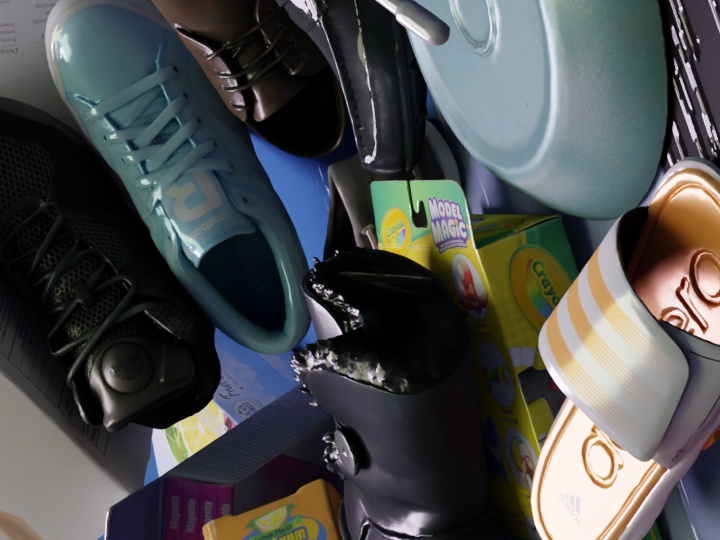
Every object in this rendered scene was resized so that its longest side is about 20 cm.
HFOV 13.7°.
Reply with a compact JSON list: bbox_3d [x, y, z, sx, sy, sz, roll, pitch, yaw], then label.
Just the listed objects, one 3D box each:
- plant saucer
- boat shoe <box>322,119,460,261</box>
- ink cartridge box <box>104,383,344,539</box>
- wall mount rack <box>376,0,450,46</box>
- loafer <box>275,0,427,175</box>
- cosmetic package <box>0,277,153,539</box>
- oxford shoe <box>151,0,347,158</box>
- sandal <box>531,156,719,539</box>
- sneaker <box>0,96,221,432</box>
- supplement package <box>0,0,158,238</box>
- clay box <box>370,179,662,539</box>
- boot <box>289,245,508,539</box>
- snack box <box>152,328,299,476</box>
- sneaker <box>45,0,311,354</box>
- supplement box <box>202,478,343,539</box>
[{"bbox_3d":[0.058,-0.111,1.215,0.200,0.036,0.201,51,152,43],"label":"plant saucer"},{"bbox_3d":[0.000,0.000,1.427,0.067,0.057,0.200,61,157,28],"label":"boat shoe"},{"bbox_3d":[-0.057,0.173,1.497,0.043,0.200,0.197,15,116,26],"label":"ink cartridge box"},{"bbox_3d":[0.009,-0.176,1.151,0.074,0.200,0.174,34,-176,-30],"label":"wall mount rack"},{"bbox_3d":[-0.016,-0.138,1.315,0.068,0.070,0.201,-67,-36,-78],"label":"loafer"},{"bbox_3d":[-0.192,0.042,1.442,0.200,0.071,0.105,48,-163,-17],"label":"cosmetic package"},{"bbox_3d":[-0.052,-0.117,1.360,0.200,0.073,0.085,45,-162,-52],"label":"oxford shoe"},{"bbox_3d":[0.099,0.050,1.160,0.079,0.059,0.207,51,138,31],"label":"sandal"},{"bbox_3d":[-0.133,0.001,1.416,0.200,0.076,0.114,50,-174,-29],"label":"sneaker"},{"bbox_3d":[-0.161,-0.117,1.507,0.147,0.190,0.201,-97,1,-62],"label":"supplement package"},{"bbox_3d":[0.068,0.050,1.302,0.115,0.047,0.201,5,113,69],"label":"clay box"},{"bbox_3d":[0.031,0.103,1.256,0.200,0.076,0.169,-120,14,-46],"label":"boot"},{"bbox_3d":[-0.053,0.138,1.669,0.169,0.067,0.201,38,143,55],"label":"snack box"},{"bbox_3d":[-0.077,-0.045,1.414,0.200,0.074,0.082,54,-179,-20],"label":"sneaker"},{"bbox_3d":[-0.006,0.174,1.452,0.200,0.066,0.069,54,-163,-54],"label":"supplement box"}]
